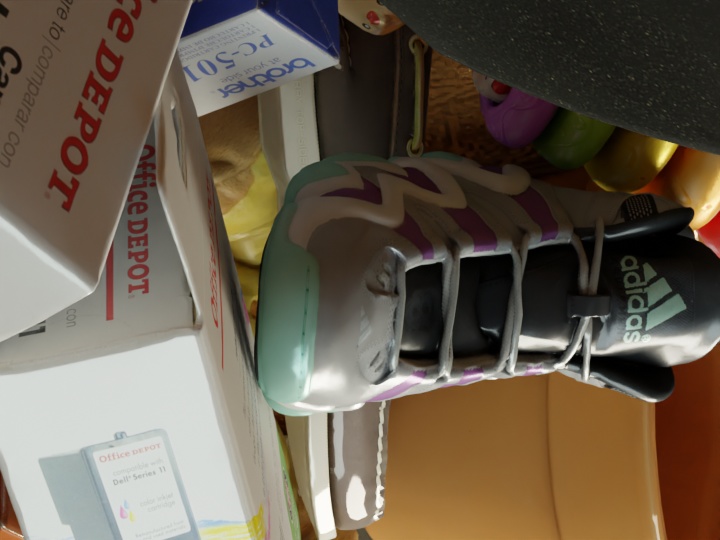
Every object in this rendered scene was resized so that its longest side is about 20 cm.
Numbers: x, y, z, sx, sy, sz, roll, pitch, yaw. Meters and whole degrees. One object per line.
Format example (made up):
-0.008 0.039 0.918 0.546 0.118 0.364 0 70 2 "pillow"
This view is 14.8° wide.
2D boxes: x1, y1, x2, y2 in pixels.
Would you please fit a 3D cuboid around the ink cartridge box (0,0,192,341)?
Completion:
-0.142 -0.090 0.700 0.083 0.147 0.200 -25 127 38 "ink cartridge box"

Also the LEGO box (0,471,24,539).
-0.158 0.016 0.951 0.148 0.201 0.077 -15 153 27 "LEGO box"

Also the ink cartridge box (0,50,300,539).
-0.065 0.035 0.793 0.067 0.117 0.201 -11 124 2 "ink cartridge box"

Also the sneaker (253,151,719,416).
0.058 0.006 0.852 0.139 0.078 0.200 10 -164 19 "sneaker"

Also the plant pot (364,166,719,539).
0.080 0.046 1.073 0.139 0.201 0.200 1 160 24 "plant pot"

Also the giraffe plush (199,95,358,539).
-0.078 0.044 1.066 0.172 0.163 0.200 -15 153 26 "giraffe plush"

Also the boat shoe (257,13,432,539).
0.000 0.000 0.981 0.059 0.201 0.072 -7 -163 -10 "boat shoe"

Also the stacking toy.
0.080 -0.072 0.927 0.199 0.110 0.116 16 152 -14 "stacking toy"

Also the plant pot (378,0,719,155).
0.052 -0.143 0.582 0.199 0.201 0.177 39 158 -22 "plant pot"

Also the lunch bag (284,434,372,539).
-0.019 0.162 1.410 0.163 0.118 0.200 9 160 -27 "lunch bag"

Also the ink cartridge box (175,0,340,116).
-0.099 -0.082 0.864 0.199 0.094 0.044 -18 152 31 "ink cartridge box"
